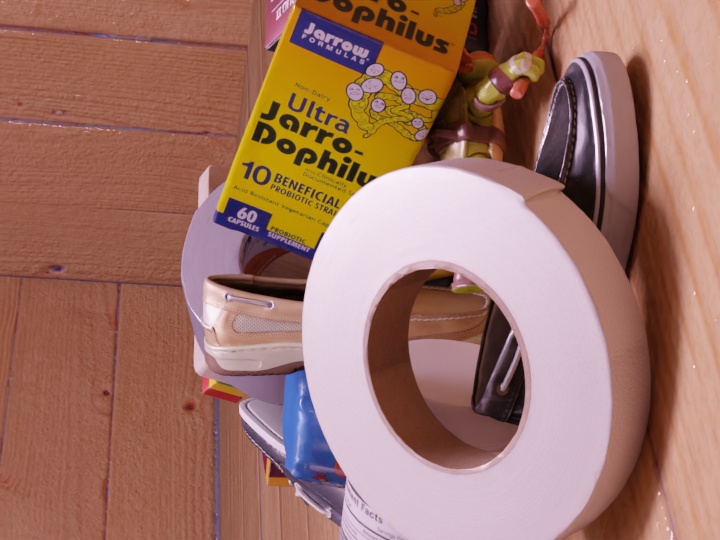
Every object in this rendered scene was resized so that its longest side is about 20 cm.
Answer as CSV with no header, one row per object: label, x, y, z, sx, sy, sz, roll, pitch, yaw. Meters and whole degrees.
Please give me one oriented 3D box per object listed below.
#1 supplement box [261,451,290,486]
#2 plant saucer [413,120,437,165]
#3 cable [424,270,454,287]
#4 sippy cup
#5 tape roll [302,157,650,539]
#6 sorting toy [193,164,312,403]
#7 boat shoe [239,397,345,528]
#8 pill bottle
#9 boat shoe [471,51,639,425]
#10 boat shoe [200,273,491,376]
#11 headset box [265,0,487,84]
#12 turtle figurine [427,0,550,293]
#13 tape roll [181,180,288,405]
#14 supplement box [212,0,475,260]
supplement box,-0.041,0.124,1.458,0.200,0.109,0.087,-109,25,-67
plant saucer,0.016,-0.153,1.191,0.201,0.035,0.201,57,-164,-27
cable,0.000,0.000,1.065,0.097,0.198,0.051,-98,-11,-64
sippy cup,0.013,0.101,1.069,0.141,0.129,0.179,-95,12,-46
tape roll,0.053,0.045,0.758,0.201,0.037,0.206,12,108,41
sorting toy,-0.064,0.034,1.321,0.070,0.198,0.201,-40,42,44
boat shoe,-0.023,0.162,1.172,0.199,0.075,0.061,30,119,37
pill bottle,0.045,0.152,0.889,0.116,0.114,0.203,-111,26,-69
boat shoe,0.095,-0.012,0.772,0.072,0.070,0.203,-127,42,-76
boat shoe,-0.008,0.023,0.987,0.072,0.197,0.077,-91,-4,-73
headset box,0.012,-0.228,1.096,0.077,0.147,0.203,-33,51,55
turtle figurine,0.075,-0.076,0.945,0.200,0.064,0.163,123,150,-72
tape roll,-0.041,0.005,1.195,0.066,0.197,0.202,84,-178,-55
supplement box,-0.011,-0.111,0.988,0.201,0.108,0.110,116,172,-46
